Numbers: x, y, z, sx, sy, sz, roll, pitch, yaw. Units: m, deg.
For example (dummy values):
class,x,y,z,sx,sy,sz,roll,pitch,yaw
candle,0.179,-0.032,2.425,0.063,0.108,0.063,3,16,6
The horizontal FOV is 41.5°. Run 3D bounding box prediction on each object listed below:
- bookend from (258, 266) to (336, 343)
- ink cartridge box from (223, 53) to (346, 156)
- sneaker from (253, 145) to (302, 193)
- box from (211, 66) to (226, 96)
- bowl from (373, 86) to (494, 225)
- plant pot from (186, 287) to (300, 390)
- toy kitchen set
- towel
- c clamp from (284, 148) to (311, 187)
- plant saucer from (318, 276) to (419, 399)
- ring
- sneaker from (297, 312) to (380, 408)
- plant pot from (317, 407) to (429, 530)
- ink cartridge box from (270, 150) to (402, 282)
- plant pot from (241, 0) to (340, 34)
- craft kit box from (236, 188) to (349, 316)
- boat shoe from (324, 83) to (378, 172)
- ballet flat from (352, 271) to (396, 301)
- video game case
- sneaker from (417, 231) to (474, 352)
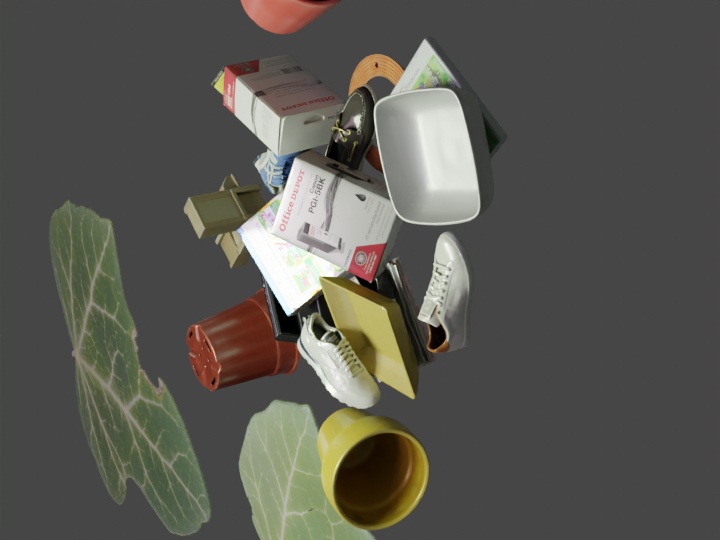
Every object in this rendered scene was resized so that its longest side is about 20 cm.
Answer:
class,x,y,z,sx,sy,sz,roll,pitch,yaw
bookend,-0.106,0.038,1.889,0.199,0.091,0.202,2,107,55
ink cartridge box,-0.140,-0.303,1.727,0.200,0.145,0.084,45,140,36
sneaker,-0.143,-0.208,1.817,0.078,0.075,0.200,68,158,4
box,-0.212,-0.329,1.880,0.050,0.075,0.200,-52,54,6
bowl,0.118,-0.174,1.415,0.198,0.074,0.203,2,109,50
plant pot,-0.266,0.164,2.096,0.200,0.193,0.204,31,130,46
toy kitchen set,-0.321,-0.117,2.056,0.165,0.178,0.201,60,141,20
towel,0.048,0.094,1.742,0.190,0.032,0.203,-28,81,57
c clamp,-0.107,-0.158,1.864,0.171,0.027,0.203,47,141,44
plant saucer,0.026,0.105,1.673,0.199,0.048,0.202,24,141,48
ring,0.044,-0.260,1.590,0.199,0.019,0.204,29,128,46
sneaker,-0.037,0.166,1.729,0.200,0.076,0.081,42,135,18
plant pot,0.007,0.355,1.800,0.189,0.197,0.204,-143,44,-64
ink cartridge box,-0.035,-0.093,1.602,0.197,0.083,0.149,24,110,10
plant pot,-0.115,-0.495,1.575,0.177,0.198,0.204,-29,81,65
craft kit box,-0.110,-0.053,1.791,0.197,0.048,0.202,-37,78,24
boat shoe,-0.020,-0.225,1.629,0.072,0.060,0.203,49,141,31
ballet flat,0.000,0.000,1.686,0.202,0.056,0.066,58,139,10
video game case,0.120,-0.222,1.467,0.201,0.022,0.183,55,141,15
sneaker,0.135,0.041,1.538,0.072,0.084,0.204,19,119,53
